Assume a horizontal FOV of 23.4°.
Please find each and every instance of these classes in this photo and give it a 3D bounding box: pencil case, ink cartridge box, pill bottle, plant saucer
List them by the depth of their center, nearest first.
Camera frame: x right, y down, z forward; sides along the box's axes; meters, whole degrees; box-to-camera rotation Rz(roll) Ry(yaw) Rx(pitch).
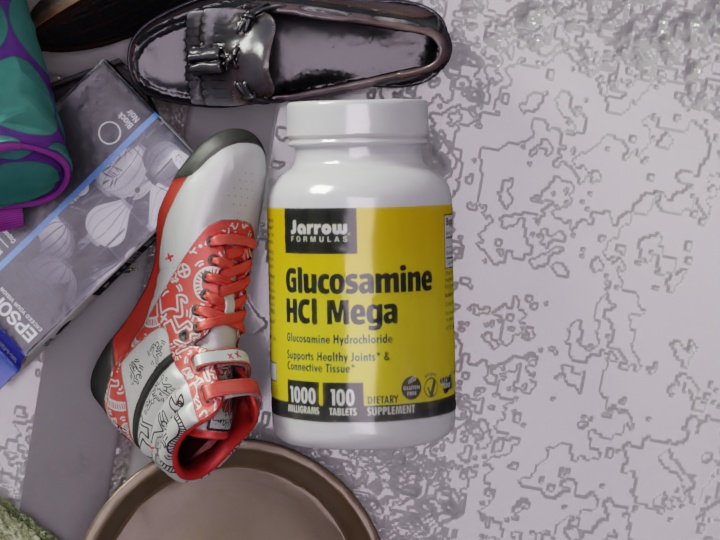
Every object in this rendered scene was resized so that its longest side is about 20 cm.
[{"bbox_3d":[-0.229,-0.130,1.012,0.085,0.093,0.201,-10,66,-20],"label":"pencil case"},{"bbox_3d":[0.000,0.000,1.037,0.112,0.112,0.202,-2,94,0],"label":"pill bottle"},{"bbox_3d":[-0.190,-0.023,1.052,0.099,0.039,0.200,45,91,1],"label":"ink cartridge box"},{"bbox_3d":[-0.080,0.204,1.076,0.198,0.029,0.202,1,87,-11],"label":"plant saucer"}]

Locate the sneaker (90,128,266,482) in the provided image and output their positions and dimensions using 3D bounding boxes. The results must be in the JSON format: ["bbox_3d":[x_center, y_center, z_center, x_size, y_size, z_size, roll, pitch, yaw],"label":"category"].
[{"bbox_3d":[-0.084,0.026,1.024,0.108,0.067,0.202,43,114,38],"label":"sneaker"}]

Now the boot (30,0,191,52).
[{"bbox_3d":[-0.126,-0.213,1.058,0.199,0.075,0.097,-27,70,8],"label":"boot"}]

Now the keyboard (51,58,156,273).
[{"bbox_3d":[-0.211,-0.041,1.081,0.199,0.021,0.128,-21,88,2],"label":"keyboard"}]

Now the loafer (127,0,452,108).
[{"bbox_3d":[-0.042,-0.134,1.046,0.198,0.063,0.072,-4,102,-4],"label":"loafer"}]

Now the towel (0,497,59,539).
[{"bbox_3d":[-0.236,0.223,1.090,0.200,0.036,0.149,40,92,-3],"label":"towel"}]
